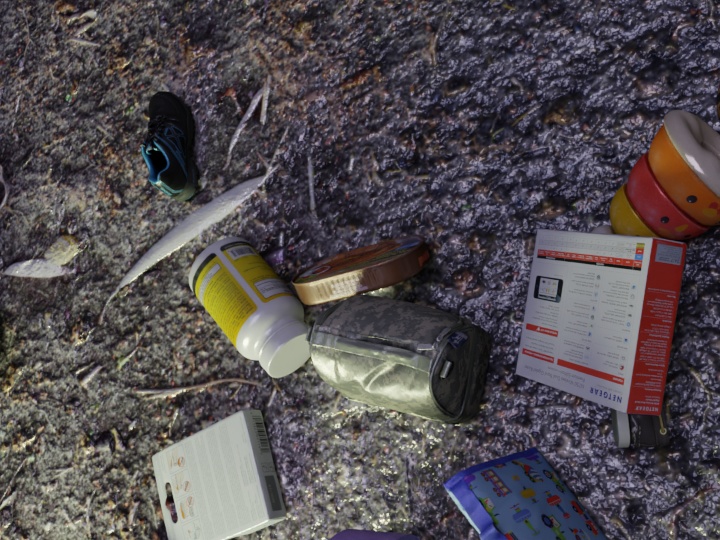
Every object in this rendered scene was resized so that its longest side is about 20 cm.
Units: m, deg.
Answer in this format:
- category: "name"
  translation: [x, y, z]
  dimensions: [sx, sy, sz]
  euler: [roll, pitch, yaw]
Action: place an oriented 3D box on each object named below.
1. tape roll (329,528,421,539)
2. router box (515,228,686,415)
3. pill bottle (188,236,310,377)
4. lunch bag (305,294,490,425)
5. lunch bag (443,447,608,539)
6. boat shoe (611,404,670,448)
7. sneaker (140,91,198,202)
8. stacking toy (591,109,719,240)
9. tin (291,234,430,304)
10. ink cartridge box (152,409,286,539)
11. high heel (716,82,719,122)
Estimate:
- category: "tape roll"
  translation: [0.015, 0.411, 0.982]
  dimensions: [0.084, 0.200, 0.202]
  euler: [-5, 77, 28]
- category: "router box"
  translation: [0.260, 0.049, 0.933]
  dimensions: [0.200, 0.048, 0.182]
  euler: [-166, 84, -66]
- category: "pill bottle"
  translation: [-0.153, 0.054, 1.202]
  dimensions: [0.113, 0.112, 0.200]
  euler: [-49, 61, 12]
- category: "lunch bag"
  translation: [0.050, 0.109, 1.043]
  dimensions: [0.198, 0.167, 0.141]
  euler: [10, 85, 30]
- category: "lunch bag"
  translation: [0.179, 0.281, 0.915]
  dimensions: [0.094, 0.200, 0.151]
  euler: [-45, 62, 13]
- category: "boat shoe"
  translation: [0.316, 0.100, 0.955]
  dimensions: [0.060, 0.072, 0.204]
  euler: [-1, 76, 11]
- category: "sneaker"
  translation: [-0.319, -0.215, 1.370]
  dimensions: [0.073, 0.082, 0.202]
  euler: [-26, 67, 24]
- category: "stacking toy"
  translation: [0.341, -0.070, 0.962]
  dimensions: [0.200, 0.145, 0.147]
  euler: [-47, 60, 35]
- category: "tin"
  translation: [0.000, 0.000, 1.129]
  dimensions: [0.198, 0.112, 0.042]
  euler: [-14, 101, 27]
- category: "ink cartridge box"
  translation: [-0.211, 0.315, 1.225]
  dimensions: [0.199, 0.047, 0.162]
  euler: [-29, 67, 27]
- category: "high heel"
  translation: [0.497, -0.195, 0.907]
  dimensions: [0.199, 0.071, 0.144]
  euler: [-34, 71, 29]
